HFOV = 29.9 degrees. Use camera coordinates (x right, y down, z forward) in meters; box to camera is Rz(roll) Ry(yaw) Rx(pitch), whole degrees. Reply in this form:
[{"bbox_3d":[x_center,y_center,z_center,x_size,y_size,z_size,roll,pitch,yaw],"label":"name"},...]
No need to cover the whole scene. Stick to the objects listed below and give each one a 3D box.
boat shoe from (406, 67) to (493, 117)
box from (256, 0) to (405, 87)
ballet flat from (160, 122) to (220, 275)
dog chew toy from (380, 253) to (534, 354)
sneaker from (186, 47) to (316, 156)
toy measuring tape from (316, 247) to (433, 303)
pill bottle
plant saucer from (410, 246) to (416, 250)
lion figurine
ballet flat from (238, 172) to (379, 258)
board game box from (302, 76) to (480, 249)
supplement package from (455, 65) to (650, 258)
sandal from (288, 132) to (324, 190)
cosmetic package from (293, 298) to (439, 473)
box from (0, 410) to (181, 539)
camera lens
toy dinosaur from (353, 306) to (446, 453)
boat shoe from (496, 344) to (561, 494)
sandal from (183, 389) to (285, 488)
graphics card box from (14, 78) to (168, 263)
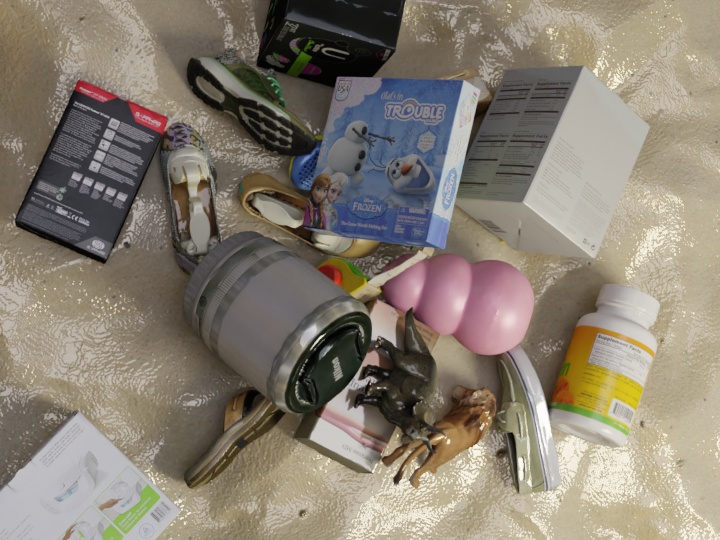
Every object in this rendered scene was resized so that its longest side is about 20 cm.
[{"bbox_3d":[0.075,-0.224,1.808,0.199,0.074,0.069,-14,72,-15],"label":"boat shoe"},{"bbox_3d":[-0.036,-0.325,1.720,0.148,0.200,0.125,14,78,-12],"label":"box"},{"bbox_3d":[-0.211,-0.095,1.714,0.072,0.072,0.201,-7,84,-15],"label":"ballet flat"},{"bbox_3d":[0.121,0.035,1.759,0.199,0.125,0.125,16,79,-3],"label":"dog chew toy"},{"bbox_3d":[-0.125,-0.228,1.736,0.200,0.077,0.089,38,58,12],"label":"sneaker"},{"bbox_3d":[0.000,0.000,1.726,0.200,0.074,0.074,-33,92,20],"label":"toy measuring tape"},{"bbox_3d":[0.329,0.125,1.798,0.111,0.111,0.201,24,77,-10],"label":"pill bottle"},{"bbox_3d":[0.105,-0.119,1.727,0.031,0.200,0.201,15,79,0],"label":"plant saucer"},{"bbox_3d":[0.108,0.211,1.709,0.122,0.200,0.073,-40,88,18],"label":"lion figurine"},{"bbox_3d":[-0.069,-0.060,1.744,0.199,0.063,0.069,24,112,-7],"label":"ballet flat"},{"bbox_3d":[0.035,-0.135,1.649,0.043,0.200,0.200,22,79,-50],"label":"board game box"},{"bbox_3d":[0.247,-0.142,1.770,0.152,0.150,0.200,34,75,-34],"label":"supplement package"},{"bbox_3d":[0.006,-0.133,1.755,0.199,0.080,0.087,-7,42,-12],"label":"sandal"},{"bbox_3d":[0.008,0.148,1.726,0.103,0.087,0.200,27,77,-10],"label":"cosmetic package"},{"bbox_3d":[-0.347,0.299,1.612,0.176,0.097,0.200,44,75,-4],"label":"box"},{"bbox_3d":[-0.098,0.064,1.638,0.200,0.160,0.160,36,73,27],"label":"camera lens"},{"bbox_3d":[0.055,0.140,1.663,0.102,0.077,0.200,21,46,-8],"label":"toy dinosaur"},{"bbox_3d":[0.212,0.198,1.781,0.062,0.072,0.201,-15,88,-10],"label":"boat shoe"},{"bbox_3d":[-0.153,0.190,1.695,0.200,0.080,0.054,-43,73,-11],"label":"sandal"},{"bbox_3d":[-0.337,-0.123,1.695,0.125,0.051,0.201,23,77,-11],"label":"graphics card box"}]
